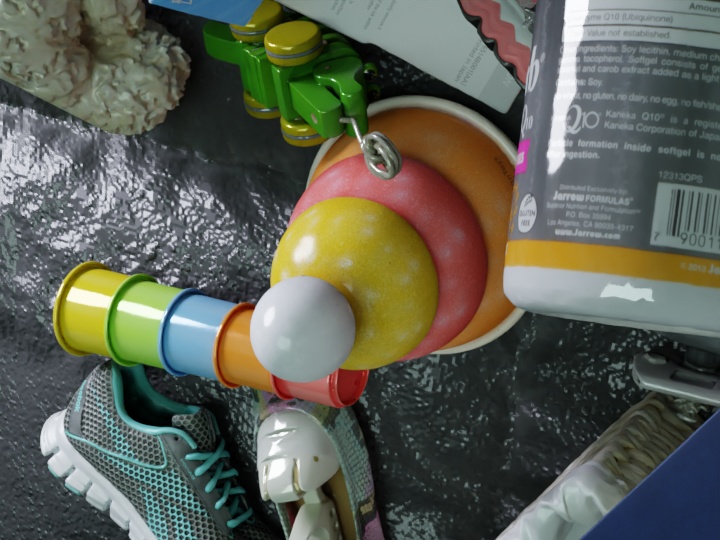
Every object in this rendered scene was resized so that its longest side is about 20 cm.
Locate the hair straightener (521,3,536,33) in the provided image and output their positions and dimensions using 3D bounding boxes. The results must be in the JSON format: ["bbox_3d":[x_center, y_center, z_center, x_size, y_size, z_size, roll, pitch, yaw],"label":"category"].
[{"bbox_3d":[0.079,-0.148,0.678,0.198,0.041,0.078,14,69,8],"label":"hair straightener"}]

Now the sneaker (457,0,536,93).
[{"bbox_3d":[0.127,-0.089,0.696,0.087,0.074,0.201,-39,67,10],"label":"sneaker"}]

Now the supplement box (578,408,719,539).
[{"bbox_3d":[0.223,0.113,0.582,0.200,0.198,0.135,-56,49,46],"label":"supplement box"}]

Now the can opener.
[{"bbox_3d":[0.230,0.060,0.742,0.199,0.053,0.067,17,114,20],"label":"can opener"}]

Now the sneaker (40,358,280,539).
[{"bbox_3d":[-0.109,0.130,0.927,0.199,0.078,0.092,36,116,9],"label":"sneaker"}]

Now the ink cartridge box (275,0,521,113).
[{"bbox_3d":[0.045,-0.203,0.750,0.175,0.045,0.201,25,120,-12],"label":"ink cartridge box"}]

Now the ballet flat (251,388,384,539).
[{"bbox_3d":[-0.026,0.142,0.889,0.069,0.071,0.202,-10,102,30],"label":"ballet flat"}]

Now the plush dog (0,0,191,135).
[{"bbox_3d":[-0.176,-0.192,0.821,0.199,0.160,0.173,28,91,14],"label":"plush dog"}]

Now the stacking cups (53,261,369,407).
[{"bbox_3d":[-0.090,0.041,0.874,0.199,0.060,0.061,12,113,32],"label":"stacking cups"}]

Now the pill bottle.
[{"bbox_3d":[0.124,-0.077,0.595,0.115,0.116,0.202,6,87,24],"label":"pill bottle"}]

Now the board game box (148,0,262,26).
[{"bbox_3d":[-0.052,-0.257,0.700,0.196,0.056,0.201,-45,51,39],"label":"board game box"}]

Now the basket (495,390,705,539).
[{"bbox_3d":[0.146,0.198,0.770,0.198,0.161,0.200,43,121,7],"label":"basket"}]

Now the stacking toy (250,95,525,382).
[{"bbox_3d":[0.000,0.000,0.751,0.145,0.200,0.147,9,111,24],"label":"stacking toy"}]

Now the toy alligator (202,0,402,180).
[{"bbox_3d":[-0.017,-0.099,0.781,0.200,0.054,0.060,38,147,47],"label":"toy alligator"}]
